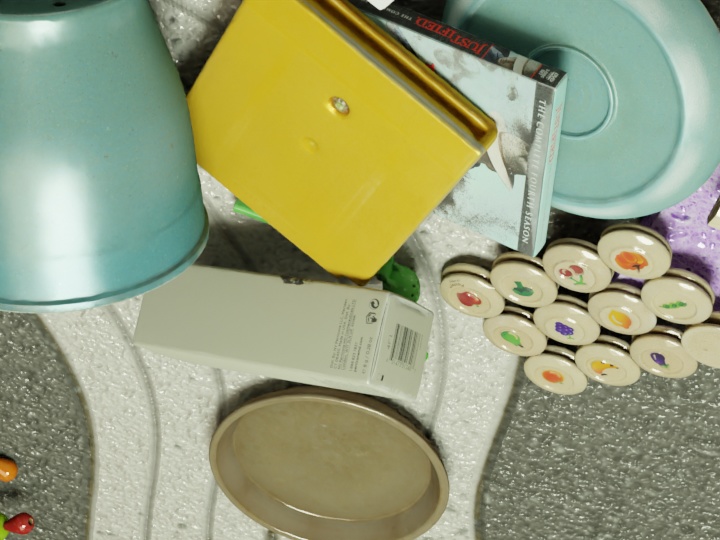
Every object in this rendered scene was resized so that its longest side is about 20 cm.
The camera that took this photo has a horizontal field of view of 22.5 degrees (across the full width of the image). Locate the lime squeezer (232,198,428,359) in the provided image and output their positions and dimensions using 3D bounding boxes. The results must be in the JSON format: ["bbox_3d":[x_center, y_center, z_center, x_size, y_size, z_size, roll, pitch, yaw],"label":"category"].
[{"bbox_3d":[0.000,0.000,1.320,0.200,0.038,0.071,39,162,-26],"label":"lime squeezer"}]

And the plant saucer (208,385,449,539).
[{"bbox_3d":[-0.024,0.160,1.486,0.200,0.029,0.200,8,137,7],"label":"plant saucer"}]

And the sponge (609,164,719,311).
[{"bbox_3d":[0.257,-0.038,1.209,0.112,0.030,0.200,20,136,-6],"label":"sponge"}]

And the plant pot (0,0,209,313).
[{"bbox_3d":[-0.199,-0.105,1.155,0.200,0.200,0.188,6,121,9],"label":"plant pot"}]

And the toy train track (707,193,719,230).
[{"bbox_3d":[0.266,-0.100,1.105,0.115,0.033,0.200,21,122,-5],"label":"toy train track"}]

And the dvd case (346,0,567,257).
[{"bbox_3d":[0.034,-0.102,1.156,0.200,0.022,0.146,25,140,20],"label":"dvd case"}]

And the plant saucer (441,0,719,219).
[{"bbox_3d":[0.131,-0.114,1.113,0.200,0.027,0.200,20,131,25],"label":"plant saucer"}]

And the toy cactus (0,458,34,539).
[{"bbox_3d":[-0.394,0.184,1.572,0.165,0.102,0.200,-18,137,42],"label":"toy cactus"}]

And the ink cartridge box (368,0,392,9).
[{"bbox_3d":[-0.009,-0.263,1.007,0.200,0.083,0.147,36,132,-21],"label":"ink cartridge box"}]

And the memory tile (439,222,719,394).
[{"bbox_3d":[0.165,0.033,1.283,0.200,0.017,0.153,-16,131,45],"label":"memory tile"}]

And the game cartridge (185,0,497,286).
[{"bbox_3d":[-0.025,-0.090,1.176,0.176,0.032,0.200,40,145,-2],"label":"game cartridge"}]

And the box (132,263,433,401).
[{"bbox_3d":[-0.055,0.041,1.290,0.200,0.068,0.082,8,171,27],"label":"box"}]
